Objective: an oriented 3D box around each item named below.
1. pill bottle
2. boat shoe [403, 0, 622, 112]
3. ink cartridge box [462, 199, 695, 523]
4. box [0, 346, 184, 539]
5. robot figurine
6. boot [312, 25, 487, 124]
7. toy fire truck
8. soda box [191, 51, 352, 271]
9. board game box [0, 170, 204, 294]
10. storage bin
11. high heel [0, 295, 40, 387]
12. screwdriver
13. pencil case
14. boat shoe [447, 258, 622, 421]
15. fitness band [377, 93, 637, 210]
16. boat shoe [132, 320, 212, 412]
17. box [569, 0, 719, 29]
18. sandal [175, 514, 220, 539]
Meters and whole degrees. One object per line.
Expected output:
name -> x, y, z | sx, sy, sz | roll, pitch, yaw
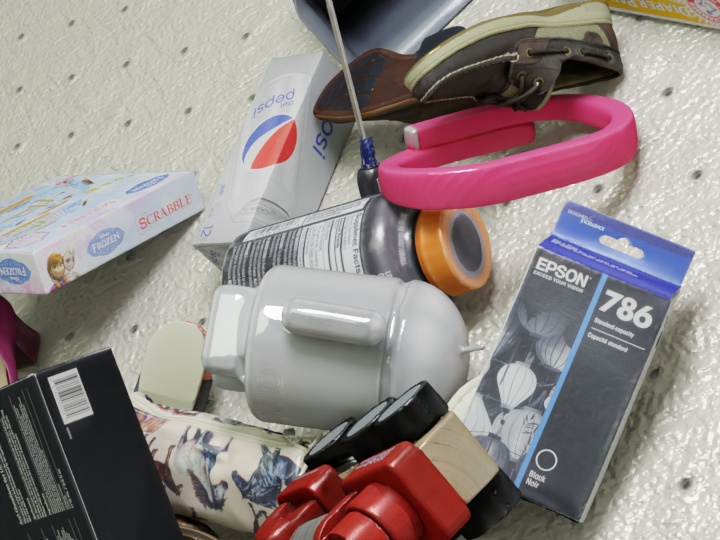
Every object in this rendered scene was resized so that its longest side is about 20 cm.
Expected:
pill bottle -> 0.000, 0.000, 1.369 | 0.199, 0.106, 0.107 | -14, 49, 33
boat shoe -> 0.124, -0.153, 1.345 | 0.066, 0.200, 0.072 | 62, 143, 11
ink cartridge box -> 0.140, 0.057, 1.184 | 0.099, 0.039, 0.201 | 21, 84, 14
box -> -0.211, 0.174, 1.304 | 0.141, 0.079, 0.201 | -22, 88, 43
robot figurine -> -0.009, 0.058, 1.269 | 0.199, 0.170, 0.113 | 6, 75, 10
boot -> 0.048, -0.133, 1.464 | 0.200, 0.097, 0.075 | -8, 52, 52
toy fire truck -> -0.008, 0.191, 1.128 | 0.200, 0.129, 0.176 | -42, 4, -29
soda box -> -0.069, -0.088, 1.535 | 0.063, 0.068, 0.201 | -2, 56, 40
board game box -> -0.279, -0.036, 1.617 | 0.199, 0.041, 0.200 | 1, 24, 42
storage bin -> 0.017, -0.290, 1.586 | 0.200, 0.146, 0.134 | -44, 29, 2
high heel -> -0.337, 0.107, 1.584 | 0.067, 0.096, 0.200 | -27, 43, 22
screwdriver -> 0.002, -0.121, 1.423 | 0.029, 0.201, 0.028 | -7, 16, 11
pencil case -> -0.104, 0.142, 1.325 | 0.199, 0.090, 0.078 | 11, 20, 29
boat shoe -> 0.118, 0.079, 1.235 | 0.072, 0.060, 0.200 | 38, 88, 10
fitness band -> 0.109, -0.090, 1.330 | 0.199, 0.038, 0.144 | -16, 20, -18
boat shoe -> -0.166, 0.137, 1.433 | 0.071, 0.063, 0.201 | 18, 84, 3
box -> 0.234, -0.266, 1.379 | 0.200, 0.113, 0.102 | 20, 71, 48
sandal -> -0.138, 0.219, 1.343 | 0.200, 0.054, 0.082 | 11, 109, 41
